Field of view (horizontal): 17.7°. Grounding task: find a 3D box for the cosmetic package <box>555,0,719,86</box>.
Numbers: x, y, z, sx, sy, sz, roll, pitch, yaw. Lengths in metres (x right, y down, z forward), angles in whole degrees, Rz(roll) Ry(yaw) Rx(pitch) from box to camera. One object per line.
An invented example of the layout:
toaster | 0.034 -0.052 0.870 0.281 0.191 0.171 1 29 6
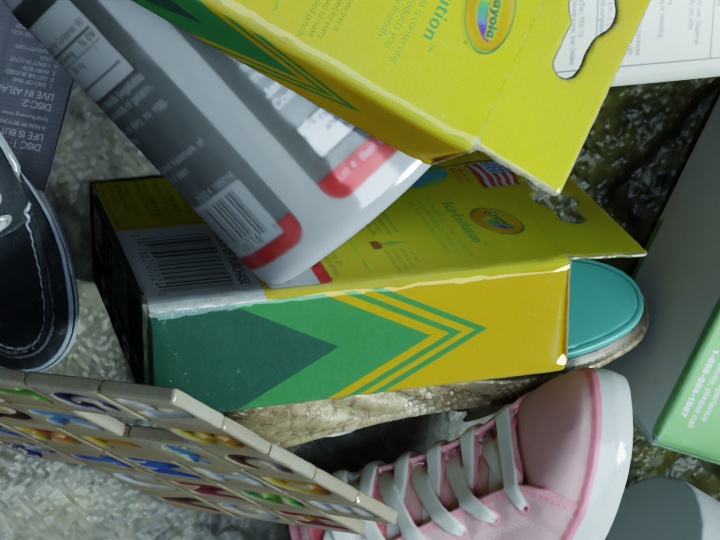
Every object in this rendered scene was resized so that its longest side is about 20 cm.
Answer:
cosmetic package | 0.115 -0.134 0.924 0.199 0.087 0.104 -5 113 -14

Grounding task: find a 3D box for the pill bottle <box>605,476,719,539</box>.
pill bottle | 0.193 0.181 1.071 0.200 0.114 0.114 32 101 -26

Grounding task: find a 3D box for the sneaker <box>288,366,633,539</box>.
sneaker | 0.032 0.106 0.983 0.104 0.075 0.200 16 136 -20

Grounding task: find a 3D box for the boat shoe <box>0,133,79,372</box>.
boat shoe | -0.161 -0.034 0.877 0.072 0.068 0.200 -25 119 -6

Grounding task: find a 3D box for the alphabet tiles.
alphabet tiles | -0.087 0.071 0.910 0.200 0.167 0.008 36 63 -54

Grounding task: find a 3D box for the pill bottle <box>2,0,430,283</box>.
pill bottle | -0.058 -0.103 0.831 0.114 0.114 0.200 -42 99 4

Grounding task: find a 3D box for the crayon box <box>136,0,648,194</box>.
crayon box | -0.001 -0.122 0.755 0.200 0.051 0.127 29 80 -12

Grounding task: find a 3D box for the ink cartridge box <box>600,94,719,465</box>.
ink cartridge box | 0.228 0.024 1.029 0.200 0.084 0.146 18 107 -23

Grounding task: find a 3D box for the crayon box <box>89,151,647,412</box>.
crayon box | 0.000 0.000 0.926 0.199 0.127 0.051 -6 115 -13

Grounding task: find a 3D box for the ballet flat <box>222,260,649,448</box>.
ballet flat | 0.025 0.037 0.996 0.199 0.071 0.065 -5 142 -12

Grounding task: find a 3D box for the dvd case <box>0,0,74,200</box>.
dvd case | -0.174 -0.117 0.885 0.148 0.016 0.200 10 109 -22
